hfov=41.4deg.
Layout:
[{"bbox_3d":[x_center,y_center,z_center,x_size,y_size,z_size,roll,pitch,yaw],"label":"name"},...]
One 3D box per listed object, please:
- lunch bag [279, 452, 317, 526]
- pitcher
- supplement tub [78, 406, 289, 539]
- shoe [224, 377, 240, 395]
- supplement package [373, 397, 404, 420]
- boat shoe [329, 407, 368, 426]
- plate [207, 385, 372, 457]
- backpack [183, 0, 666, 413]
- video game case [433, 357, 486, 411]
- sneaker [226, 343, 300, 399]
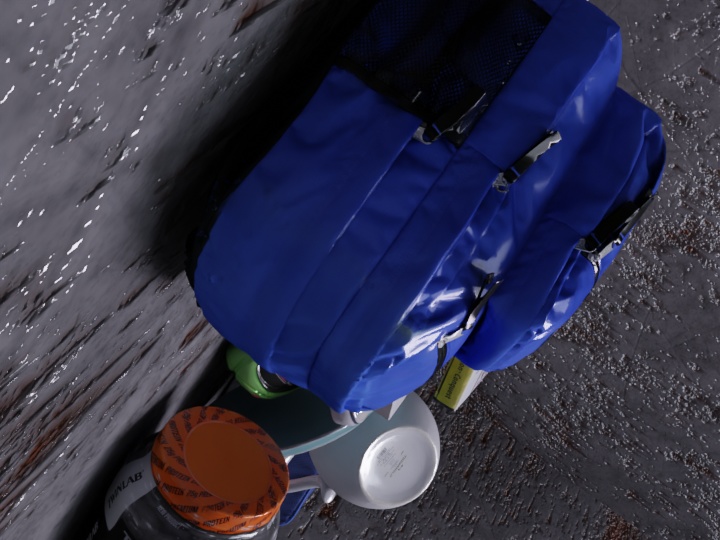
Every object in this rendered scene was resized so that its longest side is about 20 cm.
[{"bbox_3d":[-0.094,0.217,1.265,0.200,0.136,0.132,-57,176,17],"label":"lunch bag"},{"bbox_3d":[-0.016,0.175,0.950,0.172,0.121,0.200,-55,-155,-2],"label":"pitcher"},{"bbox_3d":[-0.138,0.200,0.694,0.200,0.122,0.123,-57,175,29],"label":"supplement tub"},{"bbox_3d":[-0.114,0.149,0.982,0.200,0.071,0.091,-52,180,-1],"label":"shoe"},{"bbox_3d":[0.028,-0.017,0.706,0.200,0.121,0.120,-51,163,-35],"label":"supplement package"},{"bbox_3d":[0.031,0.040,0.776,0.071,0.070,0.200,75,28,-45],"label":"boat shoe"},{"bbox_3d":[-0.055,0.124,0.844,0.200,0.026,0.200,-17,-166,4],"label":"plate"},{"bbox_3d":[0.027,-0.027,0.438,0.200,0.168,0.163,-49,168,-16],"label":"backpack"},{"bbox_3d":[0.148,0.012,0.859,0.200,0.025,0.181,-39,155,-46],"label":"video game case"},{"bbox_3d":[-0.025,0.052,0.812,0.084,0.077,0.200,-43,169,33],"label":"sneaker"}]
